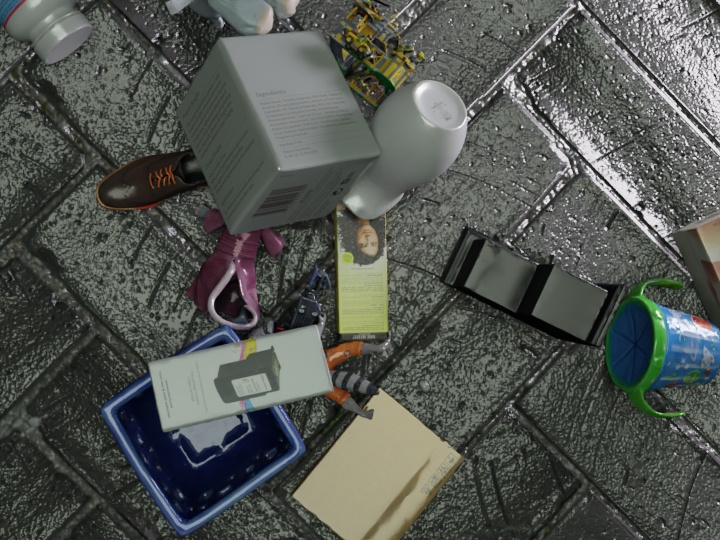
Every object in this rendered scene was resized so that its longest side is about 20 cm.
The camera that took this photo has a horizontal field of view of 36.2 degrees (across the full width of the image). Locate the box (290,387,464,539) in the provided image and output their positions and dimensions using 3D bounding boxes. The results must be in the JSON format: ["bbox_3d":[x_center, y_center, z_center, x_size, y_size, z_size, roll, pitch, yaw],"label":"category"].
[{"bbox_3d":[0.025,0.292,1.567,0.163,0.021,0.200,40,84,-4],"label":"box"}]

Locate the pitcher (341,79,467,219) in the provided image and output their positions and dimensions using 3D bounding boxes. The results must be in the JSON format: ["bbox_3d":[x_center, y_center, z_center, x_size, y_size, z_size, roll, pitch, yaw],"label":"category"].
[{"bbox_3d":[0.073,-0.172,1.485,0.121,0.200,0.172,48,50,6],"label":"pitcher"}]

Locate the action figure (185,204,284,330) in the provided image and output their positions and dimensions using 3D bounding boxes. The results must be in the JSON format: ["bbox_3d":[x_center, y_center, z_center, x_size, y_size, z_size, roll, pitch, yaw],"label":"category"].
[{"bbox_3d":[-0.175,-0.029,1.495,0.134,0.149,0.200,15,92,-2],"label":"action figure"}]

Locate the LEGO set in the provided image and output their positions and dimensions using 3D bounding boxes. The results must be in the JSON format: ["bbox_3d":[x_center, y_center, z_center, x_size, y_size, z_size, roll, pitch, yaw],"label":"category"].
[{"bbox_3d":[0.037,-0.305,1.517,0.154,0.200,0.116,39,82,16],"label":"LEGO set"}]

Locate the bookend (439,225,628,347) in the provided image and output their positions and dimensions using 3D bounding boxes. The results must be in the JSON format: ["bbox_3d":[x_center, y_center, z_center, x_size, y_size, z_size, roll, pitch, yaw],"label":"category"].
[{"bbox_3d":[0.231,0.018,1.513,0.200,0.199,0.092,26,87,-5],"label":"bookend"}]

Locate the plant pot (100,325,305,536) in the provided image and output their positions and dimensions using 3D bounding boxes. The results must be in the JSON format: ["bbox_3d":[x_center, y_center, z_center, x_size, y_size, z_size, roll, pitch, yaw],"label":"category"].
[{"bbox_3d":[-0.206,0.204,1.464,0.200,0.180,0.200,-33,91,-7],"label":"plant pot"}]

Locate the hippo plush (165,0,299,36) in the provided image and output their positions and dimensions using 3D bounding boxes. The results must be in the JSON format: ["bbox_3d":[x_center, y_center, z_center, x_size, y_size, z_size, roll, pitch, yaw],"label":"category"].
[{"bbox_3d":[-0.175,-0.369,1.469,0.200,0.161,0.159,-30,93,-14],"label":"hippo plush"}]

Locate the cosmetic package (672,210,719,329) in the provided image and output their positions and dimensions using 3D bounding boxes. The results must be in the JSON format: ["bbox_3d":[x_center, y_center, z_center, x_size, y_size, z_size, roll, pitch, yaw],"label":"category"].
[{"bbox_3d":[0.553,0.012,1.608,0.103,0.087,0.200,-26,91,-8],"label":"cosmetic package"}]

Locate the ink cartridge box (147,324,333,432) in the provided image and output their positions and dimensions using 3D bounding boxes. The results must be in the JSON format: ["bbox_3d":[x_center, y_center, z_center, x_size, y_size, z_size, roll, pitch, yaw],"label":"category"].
[{"bbox_3d":[-0.142,0.127,1.311,0.200,0.146,0.083,-13,86,-8],"label":"ink cartridge box"}]

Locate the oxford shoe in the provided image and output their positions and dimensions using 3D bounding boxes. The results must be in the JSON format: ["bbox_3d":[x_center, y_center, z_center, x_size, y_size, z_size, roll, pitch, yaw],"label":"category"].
[{"bbox_3d":[-0.271,-0.134,1.521,0.200,0.073,0.071,-19,91,-7],"label":"oxford shoe"}]

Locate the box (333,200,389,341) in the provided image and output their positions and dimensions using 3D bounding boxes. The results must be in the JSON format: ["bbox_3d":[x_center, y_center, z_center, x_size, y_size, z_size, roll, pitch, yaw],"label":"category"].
[{"bbox_3d":[0.000,0.000,1.561,0.075,0.050,0.200,-2,89,-7],"label":"box"}]

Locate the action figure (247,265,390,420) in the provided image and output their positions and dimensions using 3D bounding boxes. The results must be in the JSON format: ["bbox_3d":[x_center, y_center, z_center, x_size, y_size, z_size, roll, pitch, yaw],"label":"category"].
[{"bbox_3d":[-0.059,0.104,1.488,0.193,0.105,0.200,13,113,0],"label":"action figure"}]

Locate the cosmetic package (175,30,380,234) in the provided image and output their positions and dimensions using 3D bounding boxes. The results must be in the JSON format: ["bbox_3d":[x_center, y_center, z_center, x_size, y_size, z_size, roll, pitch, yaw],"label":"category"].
[{"bbox_3d":[-0.111,-0.183,1.446,0.166,0.167,0.200,-14,71,-36],"label":"cosmetic package"}]

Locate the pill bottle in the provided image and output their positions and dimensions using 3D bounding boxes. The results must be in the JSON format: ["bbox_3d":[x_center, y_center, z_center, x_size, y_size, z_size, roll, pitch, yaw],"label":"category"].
[{"bbox_3d":[-0.458,-0.383,1.489,0.109,0.109,0.200,-39,93,-7],"label":"pill bottle"}]

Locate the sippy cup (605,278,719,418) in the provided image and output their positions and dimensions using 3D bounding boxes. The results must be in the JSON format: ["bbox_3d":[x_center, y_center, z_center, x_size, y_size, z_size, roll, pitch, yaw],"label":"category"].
[{"bbox_3d":[0.441,0.112,1.577,0.130,0.140,0.178,8,111,-16],"label":"sippy cup"}]
